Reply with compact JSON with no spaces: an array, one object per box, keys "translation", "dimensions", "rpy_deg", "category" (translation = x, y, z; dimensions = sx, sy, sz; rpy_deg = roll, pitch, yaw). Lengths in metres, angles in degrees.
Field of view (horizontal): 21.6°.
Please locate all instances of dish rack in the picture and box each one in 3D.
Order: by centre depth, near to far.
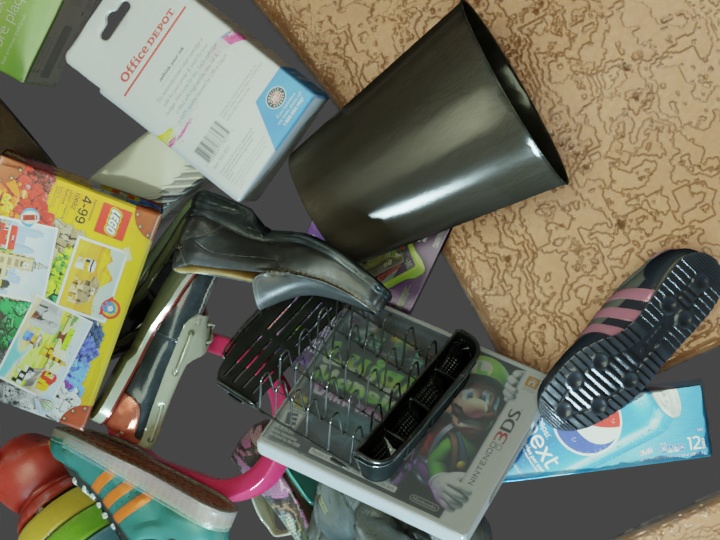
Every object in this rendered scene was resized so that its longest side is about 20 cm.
[{"translation":[-0.017,0.082,1.597],"dimensions":[0.199,0.055,0.153],"rpy_deg":[29,56,22],"category":"dish rack"}]

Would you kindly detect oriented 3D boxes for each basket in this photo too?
[{"translation":[0.050,-0.101,1.622],"dimensions":[0.199,0.136,0.181],"rpy_deg":[-31,85,14],"category":"basket"}]

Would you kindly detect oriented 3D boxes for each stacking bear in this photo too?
[{"translation":[-0.265,0.235,1.736],"dimensions":[0.114,0.121,0.201],"rpy_deg":[-45,75,22],"category":"stacking bear"}]

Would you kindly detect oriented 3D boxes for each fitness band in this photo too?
[{"translation":[-0.143,0.128,1.711],"dimensions":[0.198,0.037,0.145],"rpy_deg":[15,90,29],"category":"fitness band"}]

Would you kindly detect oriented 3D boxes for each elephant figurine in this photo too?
[{"translation":[0.056,0.229,1.654],"dimensions":[0.141,0.198,0.157],"rpy_deg":[38,122,47],"category":"elephant figurine"}]

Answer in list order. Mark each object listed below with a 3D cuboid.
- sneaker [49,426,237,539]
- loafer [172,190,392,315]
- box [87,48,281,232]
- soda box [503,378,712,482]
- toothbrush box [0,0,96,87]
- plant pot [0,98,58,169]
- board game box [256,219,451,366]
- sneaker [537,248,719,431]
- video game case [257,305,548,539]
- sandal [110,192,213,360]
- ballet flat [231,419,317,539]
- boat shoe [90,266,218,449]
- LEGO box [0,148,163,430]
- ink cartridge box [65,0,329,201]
[{"translation":[-0.204,0.205,1.674],"dimensions":[0.199,0.071,0.081],"rpy_deg":[25,98,26],"category":"sneaker"},{"translation":[-0.068,0.003,1.603],"dimensions":[0.198,0.073,0.073],"rpy_deg":[22,77,23],"category":"loafer"},{"translation":[-0.144,-0.115,1.707],"dimensions":[0.199,0.082,0.069],"rpy_deg":[-38,86,12],"category":"box"},{"translation":[0.205,0.140,1.655],"dimensions":[0.198,0.068,0.065],"rpy_deg":[-9,90,11],"category":"soda box"},{"translation":[-0.346,-0.279,1.737],"dimensions":[0.199,0.086,0.147],"rpy_deg":[30,98,10],"category":"toothbrush box"},{"translation":[-0.379,-0.062,1.721],"dimensions":[0.200,0.187,0.187],"rpy_deg":[-40,85,-4],"category":"plant pot"},{"translation":[0.000,0.000,1.710],"dimensions":[0.119,0.032,0.201],"rpy_deg":[27,97,5],"category":"board game box"},{"translation":[0.224,0.059,1.627],"dimensions":[0.200,0.082,0.070],"rpy_deg":[-41,107,-6],"category":"sneaker"},{"translation":[0.041,0.123,1.612],"dimensions":[0.198,0.023,0.182],"rpy_deg":[23,54,18],"category":"video game case"},{"translation":[-0.198,0.006,1.733],"dimensions":[0.057,0.080,0.201],"rpy_deg":[41,93,24],"category":"sandal"},{"translation":[-0.049,0.230,1.717],"dimensions":[0.071,0.069,0.201],"rpy_deg":[-41,80,28],"category":"ballet flat"},{"translation":[-0.165,0.061,1.677],"dimensions":[0.062,0.071,0.201],"rpy_deg":[30,90,-13],"category":"boat shoe"},{"translation":[-0.273,0.015,1.641],"dimensions":[0.148,0.077,0.202],"rpy_deg":[20,97,-8],"category":"LEGO box"},{"translation":[-0.141,-0.165,1.629],"dimensions":[0.199,0.068,0.116],"rpy_deg":[39,99,6],"category":"ink cartridge box"}]
